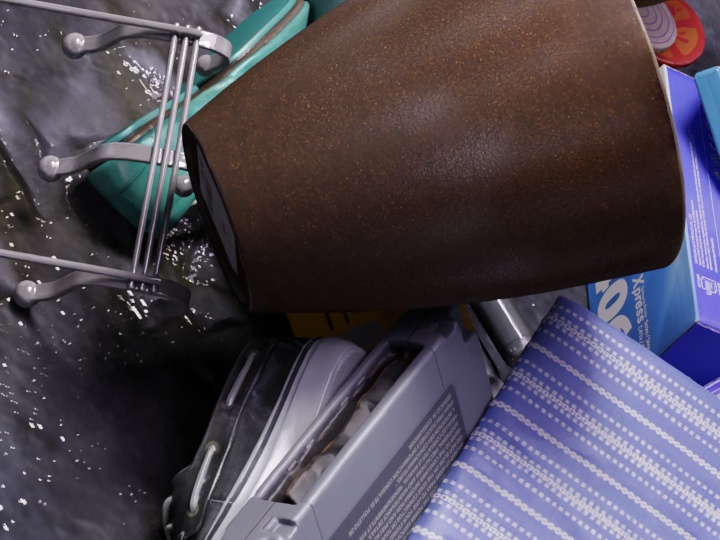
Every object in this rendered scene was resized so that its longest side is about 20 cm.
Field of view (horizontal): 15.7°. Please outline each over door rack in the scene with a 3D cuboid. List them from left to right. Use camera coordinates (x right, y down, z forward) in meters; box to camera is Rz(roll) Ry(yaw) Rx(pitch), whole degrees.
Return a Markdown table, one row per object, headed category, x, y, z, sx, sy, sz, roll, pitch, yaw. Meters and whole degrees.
| category | x | y | z | sx | sy | sz | roll | pitch | yaw |
| --- | --- | --- | --- | --- | --- | --- | --- | --- | --- |
| over door rack | -0.170 | -0.065 | 1.257 | 0.199 | 0.067 | 0.149 | 14 | 67 | -15 |

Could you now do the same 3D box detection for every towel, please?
| category | x | y | z | sx | sy | sz | roll | pitch | yaw |
| --- | --- | --- | --- | --- | --- | --- | --- | --- | --- |
| towel | 0.113 | 0.119 | 1.257 | 0.144 | 0.024 | 0.200 | 35 | 51 | 1 |

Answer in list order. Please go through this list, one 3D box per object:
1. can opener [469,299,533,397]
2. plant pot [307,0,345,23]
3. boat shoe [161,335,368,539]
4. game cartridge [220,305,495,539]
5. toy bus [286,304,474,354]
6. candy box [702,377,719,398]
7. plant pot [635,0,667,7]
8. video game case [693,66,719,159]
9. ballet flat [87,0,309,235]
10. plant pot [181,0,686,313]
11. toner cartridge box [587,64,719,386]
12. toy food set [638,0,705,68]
| category | x | y | z | sx | sy | sz | roll | pitch | yaw |
| --- | --- | --- | --- | --- | --- | --- | --- | --- | --- |
| can opener | 0.073 | 0.046 | 1.417 | 0.201 | 0.052 | 0.066 | 58 | 7 | 14 |
| plant pot | 0.055 | -0.151 | 1.459 | 0.199 | 0.200 | 0.189 | 27 | 61 | -20 |
| boat shoe | -0.057 | 0.118 | 1.217 | 0.201 | 0.070 | 0.072 | -64 | 143 | -31 |
| game cartridge | 0.008 | 0.122 | 1.220 | 0.041 | 0.134 | 0.200 | 9 | 38 | 29 |
| toy bus | 0.000 | 0.000 | 1.333 | 0.065 | 0.078 | 0.201 | -16 | 83 | -47 |
| candy box | 0.239 | 0.148 | 1.363 | 0.169 | 0.077 | 0.200 | -22 | 68 | -43 |
| plant pot | 0.159 | -0.255 | 1.576 | 0.199 | 0.200 | 0.141 | 32 | 58 | -15 |
| video game case | 0.247 | -0.054 | 1.573 | 0.200 | 0.018 | 0.144 | -14 | 86 | -72 |
| ballet flat | -0.074 | -0.077 | 1.385 | 0.071 | 0.067 | 0.200 | 55 | 41 | -11 |
| plant pot | 0.023 | -0.058 | 1.225 | 0.199 | 0.187 | 0.188 | -19 | 64 | -10 |
| toner cartridge box | 0.174 | -0.014 | 1.511 | 0.043 | 0.095 | 0.201 | 22 | 43 | -24 |
| toy food set | 0.131 | -0.186 | 1.663 | 0.198 | 0.049 | 0.200 | 42 | 39 | -3 |
